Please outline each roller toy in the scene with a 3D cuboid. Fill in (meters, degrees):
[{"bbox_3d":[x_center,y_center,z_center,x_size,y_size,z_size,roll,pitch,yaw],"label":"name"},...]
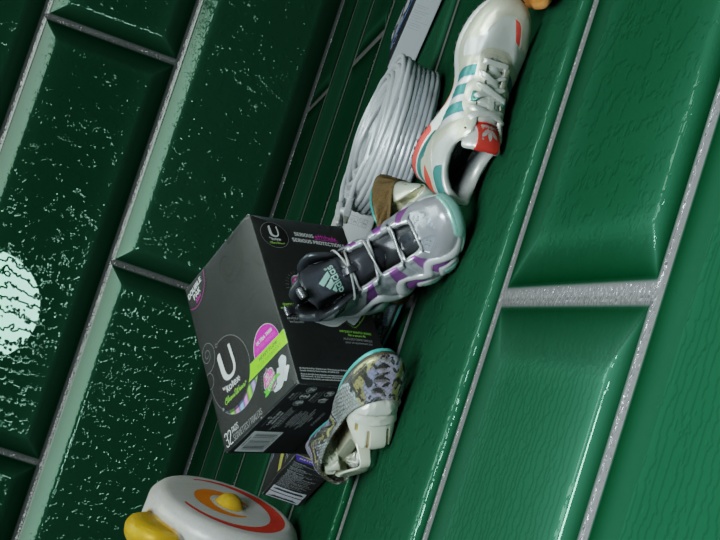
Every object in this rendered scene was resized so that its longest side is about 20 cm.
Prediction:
[{"bbox_3d":[-0.173,0.321,1.639,0.182,0.199,0.140,-93,24,-82],"label":"roller toy"}]

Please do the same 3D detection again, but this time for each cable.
[{"bbox_3d":[0.038,-0.162,1.747,0.200,0.069,0.200,-80,13,-48],"label":"cable"}]

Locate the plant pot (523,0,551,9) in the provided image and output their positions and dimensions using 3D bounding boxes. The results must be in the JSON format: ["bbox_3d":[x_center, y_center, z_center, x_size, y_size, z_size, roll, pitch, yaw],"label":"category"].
[{"bbox_3d":[0.125,-0.349,1.269,0.140,0.200,0.200,-55,9,-1],"label":"plant pot"}]

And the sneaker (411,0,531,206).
[{"bbox_3d":[0.115,-0.150,1.309,0.200,0.070,0.093,-66,28,21],"label":"sneaker"}]

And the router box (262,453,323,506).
[{"bbox_3d":[-0.050,0.156,1.668,0.157,0.052,0.201,125,161,-60],"label":"router box"}]

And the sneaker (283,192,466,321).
[{"bbox_3d":[0.000,0.000,1.320,0.200,0.140,0.078,-43,69,45],"label":"sneaker"}]

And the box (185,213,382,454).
[{"bbox_3d":[-0.077,0.068,1.464,0.149,0.124,0.201,-45,51,39],"label":"box"}]

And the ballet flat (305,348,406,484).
[{"bbox_3d":[0.002,0.150,1.370,0.200,0.072,0.072,120,166,-51],"label":"ballet flat"}]

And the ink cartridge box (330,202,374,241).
[{"bbox_3d":[-0.018,-0.062,1.958,0.176,0.045,0.201,-105,35,-72],"label":"ink cartridge box"}]

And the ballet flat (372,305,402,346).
[{"bbox_3d":[-0.012,0.089,1.528,0.074,0.074,0.201,-106,36,-75],"label":"ballet flat"}]

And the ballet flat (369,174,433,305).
[{"bbox_3d":[0.048,-0.048,1.494,0.072,0.068,0.200,-41,25,31],"label":"ballet flat"}]

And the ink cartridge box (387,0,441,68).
[{"bbox_3d":[0.090,-0.380,1.984,0.100,0.039,0.200,-81,14,-52],"label":"ink cartridge box"}]
